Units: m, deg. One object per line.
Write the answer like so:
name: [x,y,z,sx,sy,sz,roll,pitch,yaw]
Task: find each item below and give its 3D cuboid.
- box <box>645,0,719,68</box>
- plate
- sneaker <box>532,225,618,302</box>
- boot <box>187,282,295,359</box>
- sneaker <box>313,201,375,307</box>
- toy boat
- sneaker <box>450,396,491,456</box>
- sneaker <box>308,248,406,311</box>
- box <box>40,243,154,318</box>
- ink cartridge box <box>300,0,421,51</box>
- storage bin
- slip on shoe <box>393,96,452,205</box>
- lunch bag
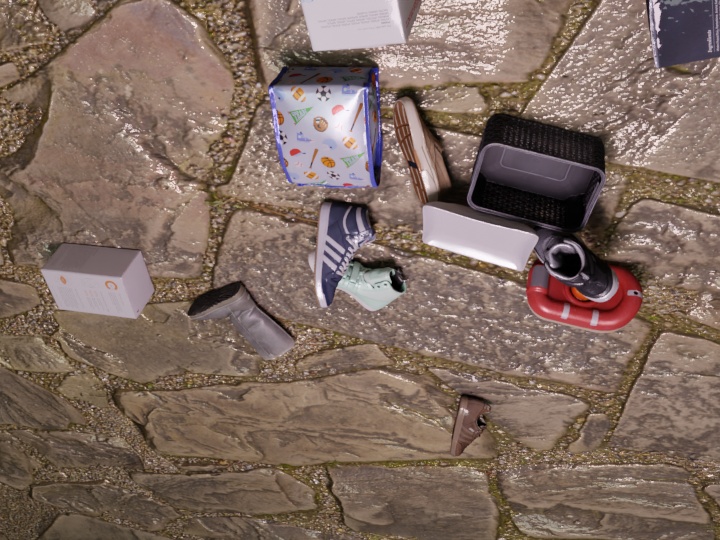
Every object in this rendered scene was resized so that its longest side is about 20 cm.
box: [0.471,-0.354,0.928,0.199,0.148,0.105,-6,129,22]
plate: [0.209,-0.066,1.295,0.199,0.032,0.200,16,166,9]
sneaker: [0.336,-0.031,1.216,0.114,0.200,0.076,24,108,-43]
boot: [-0.272,0.127,1.659,0.181,0.073,0.200,-15,132,31]
sneaker: [-0.028,-0.029,1.372,0.108,0.201,0.070,3,176,7]
toy boat: [0.403,0.027,1.294,0.199,0.131,0.131,13,155,5]
sneaker: [0.257,0.378,1.711,0.075,0.071,0.200,10,134,7]
sneaker: [0.000,0.000,1.444,0.200,0.074,0.118,33,139,-26]
box: [-0.586,0.022,1.632,0.199,0.098,0.125,6,132,13]
ink cartridge box: [-0.006,-0.429,1.009,0.144,0.146,0.200,-1,130,18]
storage bin: [0.289,-0.159,1.200,0.199,0.094,0.135,14,133,3]
slip on shoe: [0.110,-0.207,1.239,0.060,0.076,0.201,-27,118,-12]
lunch bag: [-0.051,-0.233,1.219,0.169,0.124,0.201,3,124,13]
